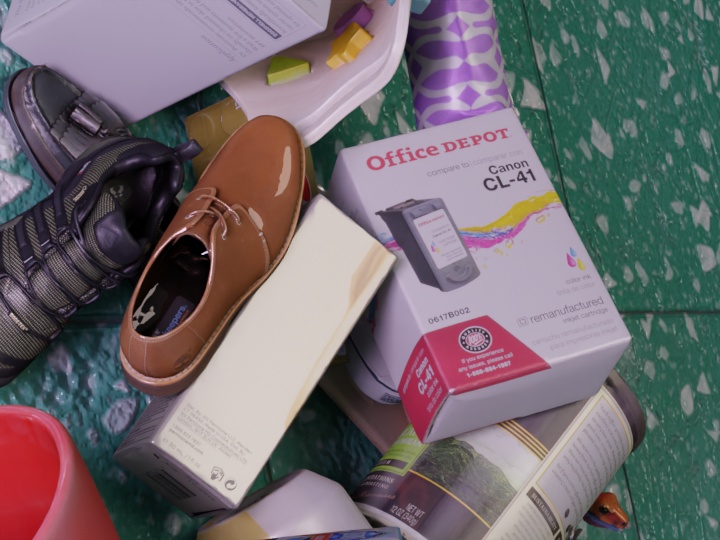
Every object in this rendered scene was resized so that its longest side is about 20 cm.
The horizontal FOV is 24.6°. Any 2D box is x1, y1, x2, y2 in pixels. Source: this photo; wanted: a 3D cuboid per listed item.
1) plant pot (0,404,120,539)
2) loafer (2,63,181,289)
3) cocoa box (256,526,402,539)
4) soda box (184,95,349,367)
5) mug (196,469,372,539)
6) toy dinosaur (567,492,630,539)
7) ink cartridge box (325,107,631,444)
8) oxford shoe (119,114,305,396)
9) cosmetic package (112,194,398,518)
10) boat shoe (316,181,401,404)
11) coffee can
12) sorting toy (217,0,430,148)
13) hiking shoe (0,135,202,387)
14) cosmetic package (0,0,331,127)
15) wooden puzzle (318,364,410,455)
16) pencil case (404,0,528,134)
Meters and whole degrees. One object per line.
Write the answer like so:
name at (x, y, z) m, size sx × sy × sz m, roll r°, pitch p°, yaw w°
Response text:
plant pot at (-0.191, 0.202, 0.859) m, size 0.178 × 0.199 × 0.201 m, roll 60°, pitch 37°, yaw -30°
loafer at (-0.155, -0.060, 1.104) m, size 0.201 × 0.063 × 0.072 m, roll 54°, pitch 41°, yaw -22°
cocoa box at (-0.031, 0.217, 0.917) m, size 0.200 × 0.130 × 0.135 m, roll 80°, pitch 3°, yaw -83°
soda box at (-0.068, -0.024, 1.195) m, size 0.064 × 0.067 × 0.202 m, roll 2°, pitch 74°, yaw -51°
mug at (-0.044, 0.222, 1.069) m, size 0.154 × 0.149 × 0.186 m, roll 62°, pitch 31°, yaw 0°
toy dinosaur at (0.164, 0.267, 1.279) m, size 0.200 × 0.104 × 0.183 m, roll -38°, pitch 122°, yaw -41°
ink cartridge box at (0.076, 0.001, 1.148) m, size 0.146 × 0.086 × 0.201 m, roll -15°, pitch 65°, yaw -20°
oxford shoe at (-0.085, -0.022, 1.007) m, size 0.071 × 0.071 × 0.201 m, roll 93°, pitch 19°, yaw -61°
cosmetic package at (-0.068, 0.057, 1.072) m, size 0.071 × 0.105 × 0.201 m, roll 38°, pitch 69°, yaw -11°
boat shoe at (0.000, 0.000, 1.227) m, size 0.073 × 0.065 × 0.201 m, roll -7°, pitch 58°, yaw -45°
coffee can at (0.095, 0.152, 1.210) m, size 0.200 × 0.146 × 0.147 m, roll -49°, pitch 115°, yaw -23°
sorting toy at (-0.019, -0.161, 1.124) m, size 0.107 × 0.199 × 0.181 m, roll 41°, pitch 26°, yaw -29°
hiking shoe at (-0.178, -0.012, 0.996) m, size 0.076 × 0.100 × 0.201 m, roll 44°, pitch 65°, yaw -20°
cosmetic package at (-0.118, -0.234, 1.112) m, size 0.123 × 0.199 × 0.201 m, roll 36°, pitch 50°, yaw -38°
wooden puzzle at (0.045, 0.062, 1.312) m, size 0.200 × 0.046 × 0.186 m, roll 45°, pitch 44°, yaw -26°
pencil case at (0.072, -0.187, 1.238) m, size 0.085 × 0.084 × 0.202 m, roll -11°, pitch 97°, yaw -11°
